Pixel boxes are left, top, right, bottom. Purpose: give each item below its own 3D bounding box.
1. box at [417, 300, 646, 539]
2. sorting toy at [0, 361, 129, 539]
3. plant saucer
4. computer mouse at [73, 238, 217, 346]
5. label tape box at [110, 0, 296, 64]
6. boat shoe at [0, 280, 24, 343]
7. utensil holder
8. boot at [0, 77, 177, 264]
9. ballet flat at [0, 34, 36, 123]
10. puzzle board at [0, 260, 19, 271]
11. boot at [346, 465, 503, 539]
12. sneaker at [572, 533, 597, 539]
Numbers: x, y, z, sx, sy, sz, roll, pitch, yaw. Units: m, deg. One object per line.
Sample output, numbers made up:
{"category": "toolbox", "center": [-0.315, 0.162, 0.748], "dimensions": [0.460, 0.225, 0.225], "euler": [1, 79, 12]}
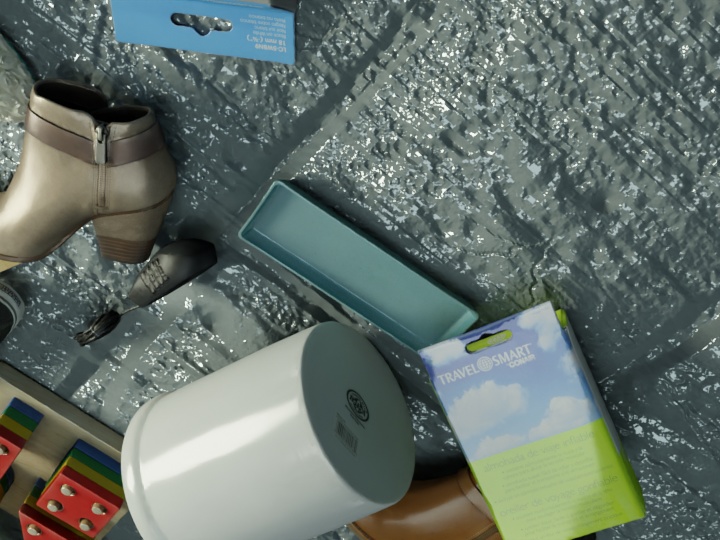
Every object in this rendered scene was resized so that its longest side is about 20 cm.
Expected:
{"category": "box", "center": [0.141, 0.126, 0.785], "dimensions": [0.121, 0.048, 0.202], "euler": [-22, 103, 16]}
{"category": "sorting toy", "center": [-0.341, 0.223, 1.000], "dimensions": [0.199, 0.070, 0.199], "euler": [35, 127, -13]}
{"category": "plant saucer", "center": [0.000, 0.000, 0.779], "dimensions": [0.199, 0.019, 0.070], "euler": [34, 127, -11]}
{"category": "computer mouse", "center": [-0.193, 0.018, 0.825], "dimensions": [0.199, 0.059, 0.034], "euler": [-30, 93, 35]}
{"category": "label tape box", "center": [-0.115, -0.221, 0.613], "dimensions": [0.142, 0.064, 0.202], "euler": [9, 127, 8]}
{"category": "boat shoe", "center": [-0.382, 0.076, 0.902], "dimensions": [0.068, 0.057, 0.200], "euler": [37, 132, -15]}
{"category": "utensil holder", "center": [-0.075, 0.153, 0.821], "dimensions": [0.199, 0.171, 0.170], "euler": [-28, 116, 27]}
{"category": "boot", "center": [-0.240, -0.079, 0.748], "dimensions": [0.197, 0.071, 0.148], "euler": [6, 130, -2]}
{"category": "ballet flat", "center": [-0.319, -0.178, 0.698], "dimensions": [0.071, 0.072, 0.201], "euler": [-22, 119, 27]}
{"category": "puzzle board", "center": [-0.410, -0.041, 0.854], "dimensions": [0.198, 0.017, 0.151], "euler": [-18, 121, 26]}
{"category": "boot", "center": [0.085, 0.207, 0.873], "dimensions": [0.199, 0.077, 0.155], "euler": [33, 128, -14]}
{"category": "sneaker", "center": [0.191, 0.310, 0.933], "dimensions": [0.107, 0.068, 0.202], "euler": [32, 131, -12]}
